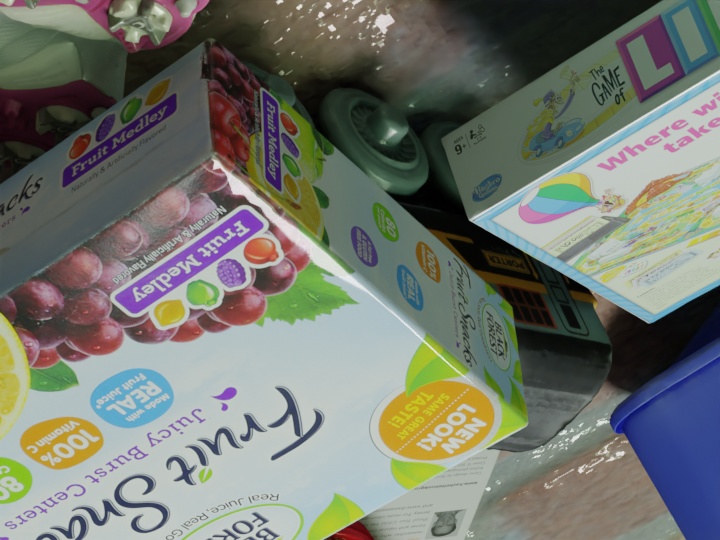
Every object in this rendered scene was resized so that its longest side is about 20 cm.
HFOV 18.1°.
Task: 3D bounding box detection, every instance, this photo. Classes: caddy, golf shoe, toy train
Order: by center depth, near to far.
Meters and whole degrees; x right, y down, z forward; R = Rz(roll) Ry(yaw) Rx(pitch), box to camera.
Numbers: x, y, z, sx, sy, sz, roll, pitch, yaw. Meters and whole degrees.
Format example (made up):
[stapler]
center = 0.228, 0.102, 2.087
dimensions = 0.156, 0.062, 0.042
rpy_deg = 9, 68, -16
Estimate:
[golf shoe]
center = -0.090, -0.090, 0.632
dimensions = 0.075, 0.092, 0.200
rpy_deg = 18, 154, -26
[toy train]
center = 0.000, 0.000, 0.776
dimensions = 0.199, 0.115, 0.085
rpy_deg = 12, 132, -43
[caddy]
center = 0.200, 0.041, 0.974
dimensions = 0.141, 0.106, 0.200
rpy_deg = -10, 159, -49

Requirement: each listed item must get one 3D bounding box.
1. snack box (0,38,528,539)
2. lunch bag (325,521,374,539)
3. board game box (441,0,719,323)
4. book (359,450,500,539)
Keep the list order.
[snack box]
center = -0.072, 0.038, 0.662
dimensions = 0.199, 0.053, 0.142
rpy_deg = -32, 131, 24
[lunch bag]
center = -0.051, 0.195, 0.982
dimensions = 0.175, 0.082, 0.200
rpy_deg = -20, 142, 7
[board game box]
center = 0.144, -0.059, 0.746
dimensions = 0.199, 0.034, 0.134
rpy_deg = -31, 150, 22
[book]
center = -0.027, 0.135, 1.013
dimensions = 0.132, 0.048, 0.201
rpy_deg = -5, 141, -22
